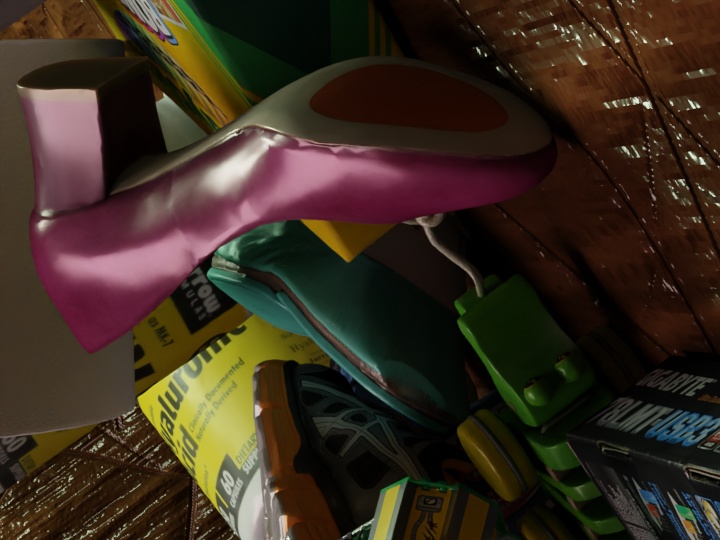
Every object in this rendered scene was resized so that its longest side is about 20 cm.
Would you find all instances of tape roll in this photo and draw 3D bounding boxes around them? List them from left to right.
[{"bbox_3d":[-0.183,-0.013,1.102,0.203,0.202,0.140,-167,74,-78],"label":"tape roll"}]

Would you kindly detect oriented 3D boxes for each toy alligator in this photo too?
[{"bbox_3d":[0.063,0.043,0.949,0.200,0.059,0.054,59,171,-26],"label":"toy alligator"}]

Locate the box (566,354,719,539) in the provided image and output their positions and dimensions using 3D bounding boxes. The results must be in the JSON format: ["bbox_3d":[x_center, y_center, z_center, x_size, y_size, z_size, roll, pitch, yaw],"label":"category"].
[{"bbox_3d":[0.148,0.119,0.816,0.200,0.050,0.198,56,171,-6],"label":"box"}]

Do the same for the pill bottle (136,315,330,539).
[{"bbox_3d":[-0.057,0.040,1.448,0.200,0.111,0.111,49,171,33],"label":"pill bottle"}]

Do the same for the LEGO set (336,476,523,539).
[{"bbox_3d":[0.010,0.156,0.882,0.154,0.116,0.200,35,144,-28],"label":"LEGO set"}]

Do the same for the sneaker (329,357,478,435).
[{"bbox_3d":[0.005,0.109,1.239,0.083,0.071,0.201,-12,79,52],"label":"sneaker"}]

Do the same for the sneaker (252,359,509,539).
[{"bbox_3d":[0.004,0.082,1.049,0.200,0.077,0.079,-112,13,-70],"label":"sneaker"}]

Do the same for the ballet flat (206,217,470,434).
[{"bbox_3d":[0.000,0.000,1.098,0.067,0.071,0.200,36,178,-25],"label":"ballet flat"}]

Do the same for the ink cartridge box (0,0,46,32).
[{"bbox_3d":[-0.135,-0.159,0.853,0.200,0.175,0.084,47,169,41],"label":"ink cartridge box"}]

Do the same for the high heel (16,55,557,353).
[{"bbox_3d":[-0.020,-0.013,0.922,0.199,0.067,0.097,8,117,39],"label":"high heel"}]

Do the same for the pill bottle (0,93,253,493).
[{"bbox_3d":[-0.112,-0.003,1.274,0.114,0.200,0.114,53,172,10],"label":"pill bottle"}]

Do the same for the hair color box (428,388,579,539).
[{"bbox_3d":[0.105,0.135,1.075,0.200,0.060,0.100,49,168,36],"label":"hair color box"}]

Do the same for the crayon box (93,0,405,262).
[{"bbox_3d":[-0.062,-0.116,1.027,0.173,0.058,0.200,60,171,-33],"label":"crayon box"}]
